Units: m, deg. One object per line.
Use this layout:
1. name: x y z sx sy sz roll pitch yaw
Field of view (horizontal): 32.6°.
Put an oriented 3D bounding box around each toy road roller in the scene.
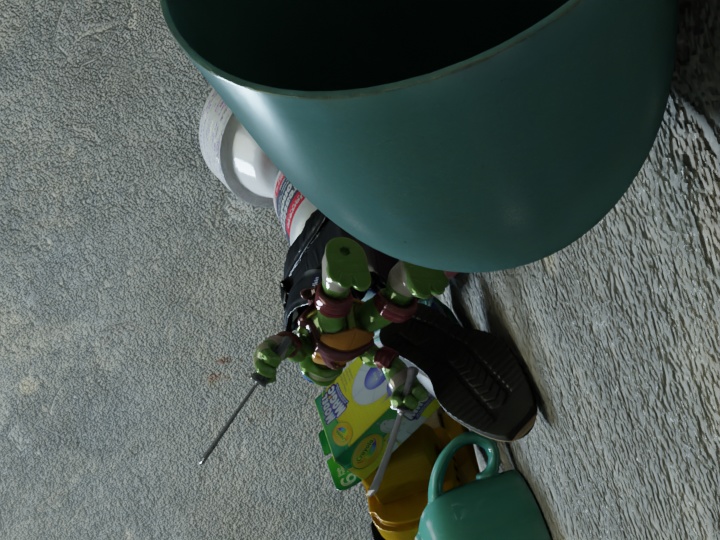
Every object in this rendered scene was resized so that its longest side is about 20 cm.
1. toy road roller: 0.055 0.210 1.333 0.200 0.123 0.146 -98 -15 -54

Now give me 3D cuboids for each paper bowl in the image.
1. paper bowl: -0.093 -0.170 1.538 0.104 0.200 0.201 46 157 41

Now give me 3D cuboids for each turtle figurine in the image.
1. turtle figurine: -0.008 0.076 1.007 0.200 0.144 0.194 -57 -5 -43

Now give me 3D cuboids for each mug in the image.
1. mug: 0.114 0.271 1.197 0.152 0.114 0.185 79 172 -46

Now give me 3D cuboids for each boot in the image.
1. boot: 0.114 0.115 1.100 0.138 0.077 0.200 51 176 -37

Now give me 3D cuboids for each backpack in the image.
1. backpack: 0.000 0.000 1.220 0.200 0.126 0.167 -44 35 50

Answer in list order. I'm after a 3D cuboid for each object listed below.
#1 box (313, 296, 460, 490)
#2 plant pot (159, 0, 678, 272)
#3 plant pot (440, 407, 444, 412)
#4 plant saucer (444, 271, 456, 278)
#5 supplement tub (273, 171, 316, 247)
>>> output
1. box: 0.026 0.124 1.260 0.048 0.200 0.117 37 -167 -27
2. plant pot: 0.041 -0.095 0.517 0.161 0.200 0.201 60 -173 -49
3. plant pot: 0.069 0.217 1.586 0.201 0.092 0.201 161 90 -86
4. plant saucer: 0.058 -0.093 1.029 0.201 0.051 0.201 164 90 -85
5. supplement tub: -0.021 -0.060 1.433 0.200 0.140 0.141 -117 12 -62
